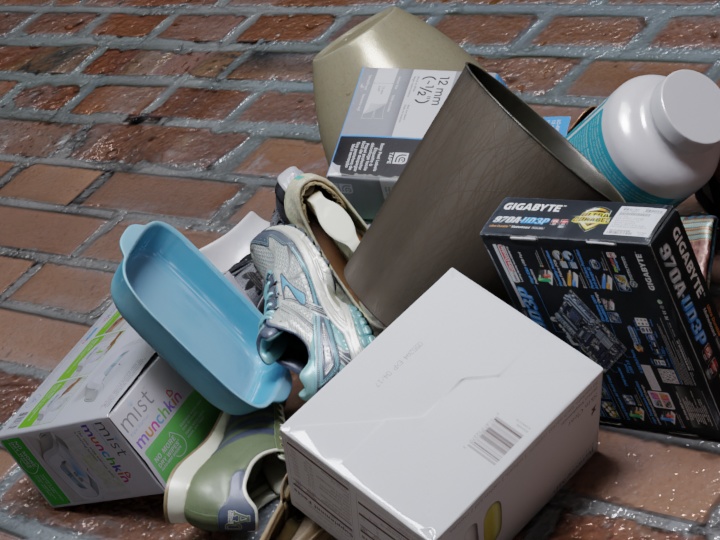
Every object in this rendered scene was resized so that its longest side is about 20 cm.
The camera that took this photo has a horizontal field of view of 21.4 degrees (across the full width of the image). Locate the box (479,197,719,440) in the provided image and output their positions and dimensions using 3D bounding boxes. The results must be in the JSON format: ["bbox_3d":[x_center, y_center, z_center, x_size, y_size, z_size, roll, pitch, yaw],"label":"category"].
[{"bbox_3d":[0.197,0.037,1.456,0.158,0.201,0.046,5,43,43],"label":"box"}]

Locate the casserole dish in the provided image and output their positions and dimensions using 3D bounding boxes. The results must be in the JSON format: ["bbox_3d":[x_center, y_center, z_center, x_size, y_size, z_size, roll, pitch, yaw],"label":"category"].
[{"bbox_3d":[-0.141,0.046,1.624,0.039,0.200,0.121,-37,15,28],"label":"casserole dish"}]

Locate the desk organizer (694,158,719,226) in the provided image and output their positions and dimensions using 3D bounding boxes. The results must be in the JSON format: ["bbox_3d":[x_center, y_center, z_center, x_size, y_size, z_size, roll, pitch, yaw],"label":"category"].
[{"bbox_3d":[0.349,-0.064,1.631,0.076,0.072,0.200,-23,30,-1],"label":"desk organizer"}]

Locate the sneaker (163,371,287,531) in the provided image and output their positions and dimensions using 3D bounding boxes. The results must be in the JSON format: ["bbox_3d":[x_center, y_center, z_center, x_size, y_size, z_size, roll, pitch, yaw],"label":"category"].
[{"bbox_3d":[-0.087,0.160,1.630,0.089,0.068,0.200,11,34,19],"label":"sneaker"}]

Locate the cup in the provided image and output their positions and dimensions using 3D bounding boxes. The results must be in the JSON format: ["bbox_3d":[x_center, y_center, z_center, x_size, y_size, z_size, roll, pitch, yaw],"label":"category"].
[{"bbox_3d":[0.030,-0.180,1.931,0.199,0.144,0.200,-32,12,8],"label":"cup"}]

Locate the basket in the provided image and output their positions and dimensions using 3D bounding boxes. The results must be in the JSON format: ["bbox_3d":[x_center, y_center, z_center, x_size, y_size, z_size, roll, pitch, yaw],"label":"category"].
[{"bbox_3d":[0.091,-0.037,1.575,0.200,0.180,0.136,-50,-14,14],"label":"basket"}]

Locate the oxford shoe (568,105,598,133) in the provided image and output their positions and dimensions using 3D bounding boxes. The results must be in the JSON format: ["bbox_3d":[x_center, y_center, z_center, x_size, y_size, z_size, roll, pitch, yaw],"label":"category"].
[{"bbox_3d":[0.183,-0.081,1.788,0.071,0.072,0.200,3,42,37],"label":"oxford shoe"}]

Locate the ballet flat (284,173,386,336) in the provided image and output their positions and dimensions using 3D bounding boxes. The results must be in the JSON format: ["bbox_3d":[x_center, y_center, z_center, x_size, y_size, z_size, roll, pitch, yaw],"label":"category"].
[{"bbox_3d":[0.000,0.000,1.674,0.067,0.200,0.062,-40,2,-11],"label":"ballet flat"}]

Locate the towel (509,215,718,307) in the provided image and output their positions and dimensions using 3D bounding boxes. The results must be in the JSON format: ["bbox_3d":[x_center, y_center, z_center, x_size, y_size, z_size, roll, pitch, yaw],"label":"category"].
[{"bbox_3d":[0.198,0.023,1.601,0.199,0.022,0.148,-4,63,33],"label":"towel"}]

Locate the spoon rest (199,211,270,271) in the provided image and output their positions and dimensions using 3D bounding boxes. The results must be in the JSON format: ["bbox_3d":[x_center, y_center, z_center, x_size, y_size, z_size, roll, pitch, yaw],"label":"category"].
[{"bbox_3d":[-0.136,0.003,1.890,0.061,0.099,0.200,-60,0,41],"label":"spoon rest"}]

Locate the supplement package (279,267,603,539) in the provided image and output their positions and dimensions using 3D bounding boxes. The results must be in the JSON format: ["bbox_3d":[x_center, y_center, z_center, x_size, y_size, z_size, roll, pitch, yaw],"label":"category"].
[{"bbox_3d":[0.064,0.129,1.451,0.155,0.111,0.200,34,62,27],"label":"supplement package"}]

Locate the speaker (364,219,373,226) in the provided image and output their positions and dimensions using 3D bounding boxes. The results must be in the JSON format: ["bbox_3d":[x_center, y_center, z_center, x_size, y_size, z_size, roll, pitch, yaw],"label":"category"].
[{"bbox_3d":[0.083,-0.056,1.809,0.200,0.089,0.088,-39,32,-22],"label":"speaker"}]

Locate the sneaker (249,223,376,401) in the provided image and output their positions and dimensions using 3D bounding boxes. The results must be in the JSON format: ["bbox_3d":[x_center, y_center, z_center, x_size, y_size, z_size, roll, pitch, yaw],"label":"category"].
[{"bbox_3d":[-0.058,0.035,1.640,0.086,0.078,0.200,-22,46,-18],"label":"sneaker"}]

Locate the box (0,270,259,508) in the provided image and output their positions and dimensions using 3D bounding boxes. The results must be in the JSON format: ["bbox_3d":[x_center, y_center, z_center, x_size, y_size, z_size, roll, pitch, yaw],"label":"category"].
[{"bbox_3d":[-0.200,0.106,1.722,0.176,0.097,0.200,-14,29,44],"label":"box"}]

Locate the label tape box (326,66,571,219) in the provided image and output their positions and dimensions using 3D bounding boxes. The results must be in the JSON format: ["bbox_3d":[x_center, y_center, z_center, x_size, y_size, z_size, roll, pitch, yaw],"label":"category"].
[{"bbox_3d":[0.083,-0.115,1.759,0.198,0.066,0.144,3,51,19],"label":"label tape box"}]

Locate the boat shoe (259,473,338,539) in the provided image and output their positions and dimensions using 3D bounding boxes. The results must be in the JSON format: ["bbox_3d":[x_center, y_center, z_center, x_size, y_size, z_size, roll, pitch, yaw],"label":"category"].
[{"bbox_3d":[-0.028,0.184,1.533,0.071,0.065,0.201,-8,34,28],"label":"boat shoe"}]

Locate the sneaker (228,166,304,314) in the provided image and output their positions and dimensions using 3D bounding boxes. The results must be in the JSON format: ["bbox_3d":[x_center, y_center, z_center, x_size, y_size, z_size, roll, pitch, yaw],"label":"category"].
[{"bbox_3d":[-0.072,-0.018,1.793,0.114,0.200,0.076,-38,69,-7],"label":"sneaker"}]

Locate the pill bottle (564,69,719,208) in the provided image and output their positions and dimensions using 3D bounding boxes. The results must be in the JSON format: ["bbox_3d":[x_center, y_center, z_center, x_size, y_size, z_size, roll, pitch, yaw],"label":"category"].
[{"bbox_3d":[0.236,-0.096,1.643,0.111,0.111,0.200,-47,2,-34],"label":"pill bottle"}]
